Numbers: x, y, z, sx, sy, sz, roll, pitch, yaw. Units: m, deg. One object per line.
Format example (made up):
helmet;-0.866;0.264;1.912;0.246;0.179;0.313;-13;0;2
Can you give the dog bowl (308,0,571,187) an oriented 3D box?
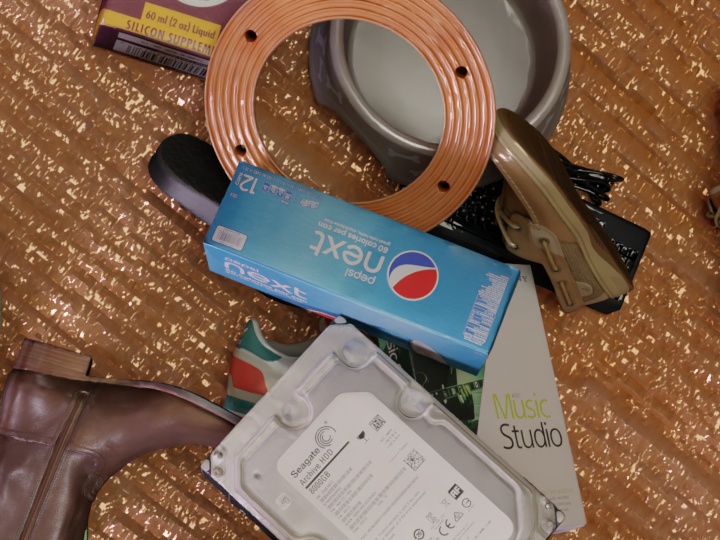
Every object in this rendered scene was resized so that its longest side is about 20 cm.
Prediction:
dog bowl;0.063;-0.161;1.124;0.199;0.059;0.201;1;81;-5

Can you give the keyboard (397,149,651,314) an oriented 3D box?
keyboard;0.130;-0.049;1.165;0.199;0.040;0.105;23;83;-13

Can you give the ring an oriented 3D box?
ring;-0.007;-0.109;1.039;0.199;0.019;0.201;4;116;8

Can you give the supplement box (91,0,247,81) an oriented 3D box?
supplement box;-0.110;-0.243;1.088;0.110;0.086;0.201;15;84;-13

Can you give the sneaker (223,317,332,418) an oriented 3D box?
sneaker;0.001;0.081;1.108;0.199;0.070;0.094;7;92;-11

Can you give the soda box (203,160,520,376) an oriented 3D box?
soda box;0.000;0.000;1.023;0.199;0.068;0.064;22;74;4

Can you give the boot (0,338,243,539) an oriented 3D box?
boot;-0.177;0.166;1.036;0.186;0.064;0.201;17;81;4

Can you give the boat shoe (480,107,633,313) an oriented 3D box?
boat shoe;0.129;-0.034;1.100;0.064;0.071;0.200;-28;131;15

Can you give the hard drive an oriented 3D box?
hard drive;0.014;0.145;0.998;0.200;0.038;0.140;42;75;9

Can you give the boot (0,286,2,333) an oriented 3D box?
boot;-0.275;-0.023;0.999;0.072;0.155;0.201;-12;91;-15

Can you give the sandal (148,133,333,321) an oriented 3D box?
sandal;-0.068;-0.021;1.103;0.200;0.048;0.075;38;37;4

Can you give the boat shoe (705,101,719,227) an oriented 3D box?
boat shoe;0.304;-0.051;1.198;0.068;0.075;0.201;9;78;-8

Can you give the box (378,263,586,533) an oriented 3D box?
box;0.083;0.090;1.093;0.144;0.036;0.201;3;68;-41

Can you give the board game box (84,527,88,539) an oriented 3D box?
board game box;-0.288;0.145;1.057;0.199;0.023;0.105;0;86;-14
